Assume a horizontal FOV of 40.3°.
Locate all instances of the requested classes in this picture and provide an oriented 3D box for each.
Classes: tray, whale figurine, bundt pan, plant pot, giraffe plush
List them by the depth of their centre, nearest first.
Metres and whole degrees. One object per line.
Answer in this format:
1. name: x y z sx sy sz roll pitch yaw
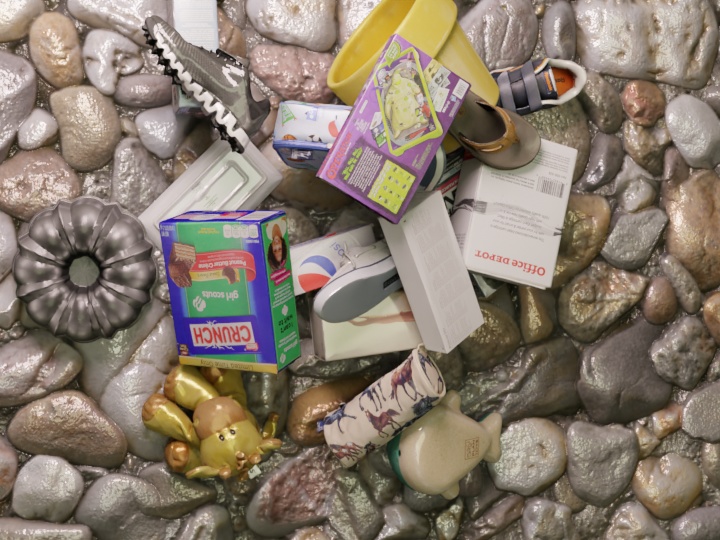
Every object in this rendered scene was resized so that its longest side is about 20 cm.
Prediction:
1. bundt pan: -0.370 0.001 1.316 0.198 0.076 0.206 -1 94 -11
2. giraffe plush: -0.191 0.223 1.331 0.200 0.162 0.173 45 83 -11
3. plant pot: 0.085 -0.270 1.360 0.188 0.200 0.202 40 84 -22
4. tray: -0.211 -0.099 1.381 0.200 0.022 0.107 -46 101 -7
5. whale figurine: 0.124 0.255 1.456 0.197 0.103 0.162 -4 95 -38

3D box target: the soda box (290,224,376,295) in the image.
1. soda box: -0.073 -0.007 1.396 0.197 0.068 0.065 -18 97 -12

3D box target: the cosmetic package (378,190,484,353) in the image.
1. cosmetic package: 0.096 0.002 1.315 0.082 0.050 0.203 -34 114 -33

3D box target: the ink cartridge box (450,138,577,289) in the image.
1. ink cartridge box: 0.210 -0.086 1.389 0.142 0.084 0.204 13 86 -17

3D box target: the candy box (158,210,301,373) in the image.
1. candy box: -0.173 0.027 1.311 0.166 0.077 0.204 1 106 29

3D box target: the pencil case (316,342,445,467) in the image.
1. pencil case: 0.032 0.189 1.380 0.199 0.077 0.090 -39 61 21

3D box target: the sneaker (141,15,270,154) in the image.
1. sneaker: -0.188 -0.251 1.241 0.090 0.066 0.201 -44 106 -11

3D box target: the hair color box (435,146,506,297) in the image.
1. hair color box: 0.165 -0.072 1.452 0.098 0.061 0.202 -33 100 -11

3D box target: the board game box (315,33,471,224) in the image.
1. board game box: 0.042 -0.175 1.224 0.119 0.032 0.202 30 87 -20

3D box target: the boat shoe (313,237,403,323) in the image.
1. boat shoe: 0.001 -0.004 1.335 0.200 0.086 0.075 -31 141 -29

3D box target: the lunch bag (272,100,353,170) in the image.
1. lunch bag: -0.032 -0.174 1.321 0.157 0.200 0.077 8 90 2

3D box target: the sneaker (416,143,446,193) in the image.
1. sneaker: 0.054 -0.104 1.371 0.081 0.071 0.202 -9 140 -24

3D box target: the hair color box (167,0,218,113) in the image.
1. hair color box: -0.225 -0.317 1.318 0.059 0.099 0.204 -3 94 -14

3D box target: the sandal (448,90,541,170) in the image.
1. sandal: 0.165 -0.193 1.291 0.199 0.054 0.083 31 87 -30

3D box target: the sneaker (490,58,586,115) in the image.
1. sneaker: 0.240 -0.268 1.452 0.197 0.079 0.080 -21 98 -10

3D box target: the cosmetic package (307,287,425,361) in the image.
1. cosmetic package: 0.031 0.071 1.408 0.196 0.103 0.089 -8 93 -14
